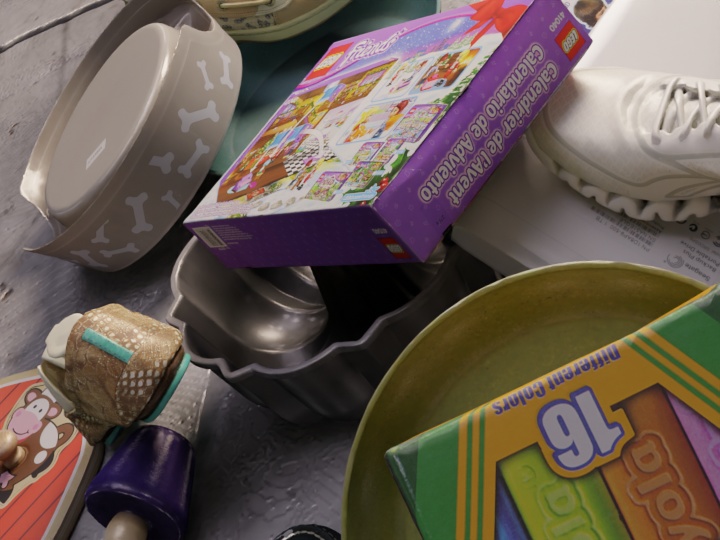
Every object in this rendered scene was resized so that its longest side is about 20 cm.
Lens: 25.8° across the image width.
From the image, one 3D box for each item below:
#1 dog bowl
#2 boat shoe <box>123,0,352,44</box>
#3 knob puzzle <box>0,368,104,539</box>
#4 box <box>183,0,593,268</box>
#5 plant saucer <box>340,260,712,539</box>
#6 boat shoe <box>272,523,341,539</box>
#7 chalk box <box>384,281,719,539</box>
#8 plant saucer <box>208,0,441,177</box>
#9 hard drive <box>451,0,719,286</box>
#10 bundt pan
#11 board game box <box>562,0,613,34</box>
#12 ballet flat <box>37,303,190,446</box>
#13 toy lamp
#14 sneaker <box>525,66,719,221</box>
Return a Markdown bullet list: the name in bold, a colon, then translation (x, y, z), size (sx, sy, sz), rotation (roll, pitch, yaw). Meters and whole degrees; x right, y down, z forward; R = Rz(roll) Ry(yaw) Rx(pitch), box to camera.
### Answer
- **dog bowl**: translation (-0.150, -0.089, 1.029), size (0.200, 0.058, 0.201), rotation (-41, 33, 34)
- **boat shoe**: translation (-0.076, -0.195, 1.069), size (0.199, 0.063, 0.074), rotation (-15, 40, 27)
- **knob puzzle**: translation (-0.231, 0.124, 0.931), size (0.218, 0.031, 0.221), rotation (-23, 37, 19)
- **box**: translation (0.006, -0.063, 0.759), size (0.137, 0.039, 0.200), rotation (-52, 23, -19)
- **plant saucer**: translation (0.091, 0.098, 0.601), size (0.198, 0.031, 0.202), rotation (-1, 85, 16)
- **boat shoe**: translation (-0.015, 0.173, 0.665), size (0.075, 0.060, 0.200), rotation (-32, 36, 6)
- **chalk box**: translation (0.115, 0.123, 0.511), size (0.123, 0.125, 0.201), rotation (-28, 79, 13)
- **plant saucer**: translation (-0.028, -0.124, 1.032), size (0.199, 0.036, 0.201), rotation (-24, 37, 19)
- **hard drive**: translation (0.151, -0.059, 0.750), size (0.131, 0.027, 0.200), rotation (32, 70, 12)
- **bundt pan**: translation (0.000, 0.000, 0.833), size (0.201, 0.076, 0.203), rotation (-23, 37, 19)
- **board game box**: translation (0.166, -0.140, 0.820), size (0.135, 0.035, 0.200), rotation (35, 69, 13)
- **ballet flat**: translation (-0.134, 0.049, 0.824), size (0.071, 0.065, 0.200), rotation (-60, 8, -19)
- **toy lamp**: translation (-0.132, 0.167, 0.777), size (0.058, 0.058, 0.201), rotation (-7, 45, 35)
- **sneaker**: translation (0.168, -0.058, 0.687), size (0.198, 0.081, 0.076), rotation (15, 67, 16)
